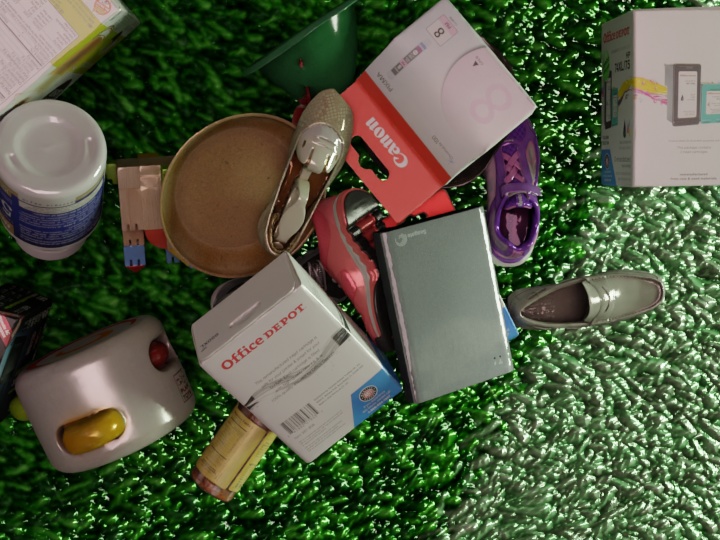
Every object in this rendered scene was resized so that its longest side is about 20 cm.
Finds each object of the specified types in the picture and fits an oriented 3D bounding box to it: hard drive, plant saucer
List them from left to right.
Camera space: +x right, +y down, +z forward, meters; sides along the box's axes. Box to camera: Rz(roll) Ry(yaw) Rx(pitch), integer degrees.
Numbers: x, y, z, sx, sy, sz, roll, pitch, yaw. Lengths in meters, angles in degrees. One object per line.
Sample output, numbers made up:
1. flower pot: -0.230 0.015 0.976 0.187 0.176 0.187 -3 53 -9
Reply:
1. plant saucer: -0.137 -0.089 1.366 0.200 0.035 0.201 -12 120 -21
2. hard drive: 0.096 0.037 1.375 0.139 0.033 0.201 -16 98 -26

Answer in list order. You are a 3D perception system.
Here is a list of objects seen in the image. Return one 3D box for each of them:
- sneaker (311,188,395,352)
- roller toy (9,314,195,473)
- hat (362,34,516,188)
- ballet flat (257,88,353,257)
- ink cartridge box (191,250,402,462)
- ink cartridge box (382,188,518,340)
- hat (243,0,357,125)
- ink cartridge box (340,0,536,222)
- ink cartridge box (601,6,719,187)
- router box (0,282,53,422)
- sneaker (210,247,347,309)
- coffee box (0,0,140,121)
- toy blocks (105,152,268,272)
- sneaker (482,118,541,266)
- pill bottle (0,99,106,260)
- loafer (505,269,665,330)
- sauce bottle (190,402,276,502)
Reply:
1. sneaker: 0.000 0.000 1.392 0.074 0.087 0.201 -32 109 -41
2. roller toy: -0.289 0.146 1.375 0.182 0.200 0.140 -28 99 -33
3. hat: 0.087 -0.199 1.394 0.200 0.081 0.201 -2 80 10
4. ballet flat: -0.057 -0.103 1.333 0.067 0.062 0.201 19 106 -14
5. ink cartridge box: -0.072 0.099 1.346 0.144 0.084 0.200 -38 123 6
6. ink cartridge box: 0.094 0.012 1.447 0.116 0.067 0.201 -27 97 -1
7. hat: -0.026 -0.201 1.385 0.166 0.200 0.176 -39 103 -24
8. ink cartridge box: 0.070 -0.177 1.332 0.200 0.057 0.163 -39 86 -1
9. ink cartridge box: 0.371 -0.201 1.406 0.145 0.147 0.201 -1 95 -3
10. router box: -0.420 0.102 1.354 0.062 0.200 0.150 21 94 -4
11. sneaker: -0.082 0.028 1.413 0.199 0.115 0.075 -20 96 -1
12. coffee box: -0.391 -0.293 1.321 0.198 0.200 0.200 -41 98 1
13. toy blocks: -0.208 -0.065 1.415 0.199 0.100 0.137 -5 107 -10
14. sneaker: 0.183 -0.103 1.432 0.080 0.088 0.201 -3 93 -1
15. pill bottle: -0.347 -0.091 1.334 0.119 0.200 0.120 5 65 -12
16. loafer: 0.279 0.040 1.460 0.199 0.070 0.070 -11 96 -3
17. sauce bottle: -0.127 0.185 1.452 0.066 0.066 0.200 37 91 -6
